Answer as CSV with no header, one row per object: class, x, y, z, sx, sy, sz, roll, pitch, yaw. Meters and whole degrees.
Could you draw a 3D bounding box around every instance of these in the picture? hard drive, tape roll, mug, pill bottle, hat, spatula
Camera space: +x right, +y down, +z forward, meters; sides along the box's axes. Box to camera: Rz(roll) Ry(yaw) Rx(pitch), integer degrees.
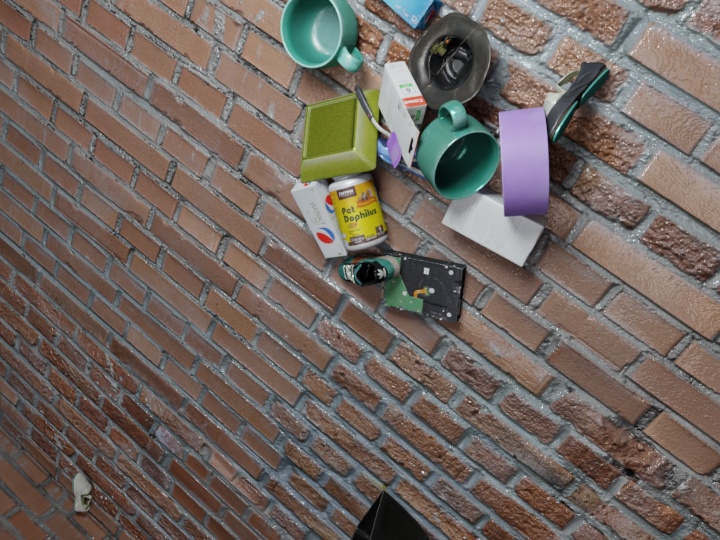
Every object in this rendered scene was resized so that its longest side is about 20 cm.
hard drive,0.147,0.036,1.407,0.197,0.038,0.142,11,112,22
tape roll,0.314,-0.208,1.138,0.084,0.200,0.203,-3,106,13
mug,0.193,-0.251,1.181,0.115,0.150,0.187,60,138,44
pill bottle,-0.009,-0.155,1.379,0.108,0.109,0.203,-11,102,29
mug,-0.076,-0.506,1.281,0.150,0.114,0.188,-12,102,29
hat,0.193,-0.411,1.200,0.199,0.080,0.204,-6,80,38
spatula,0.037,-0.316,1.265,0.202,0.020,0.057,59,156,9

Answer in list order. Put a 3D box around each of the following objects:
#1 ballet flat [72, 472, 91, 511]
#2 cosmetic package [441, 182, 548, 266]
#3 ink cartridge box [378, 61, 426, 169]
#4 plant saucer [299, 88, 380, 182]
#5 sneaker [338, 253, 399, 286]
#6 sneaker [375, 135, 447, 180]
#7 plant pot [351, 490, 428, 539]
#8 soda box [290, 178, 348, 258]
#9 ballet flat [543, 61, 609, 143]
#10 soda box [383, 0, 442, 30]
ballet flat,-1.083,0.869,2.305,0.069,0.069,0.202,25,121,17
cosmetic package,0.288,-0.106,1.267,0.198,0.071,0.102,31,119,14
ink cartridge box,0.096,-0.323,1.224,0.109,0.050,0.202,101,152,-57
plant saucer,-0.057,-0.313,1.326,0.197,0.048,0.203,-5,71,28
sneaker,0.000,0.000,1.419,0.199,0.079,0.073,-5,99,49
sneaker,0.111,-0.266,1.305,0.198,0.074,0.083,24,117,8
plant pot,0.075,0.775,1.618,0.176,0.200,0.201,29,118,0
soda box,-0.087,-0.129,1.416,0.067,0.064,0.202,-7,125,29
ballet flat,0.386,-0.319,1.100,0.073,0.073,0.200,37,75,12
soda box,0.070,-0.590,1.217,0.200,0.064,0.068,44,120,7
